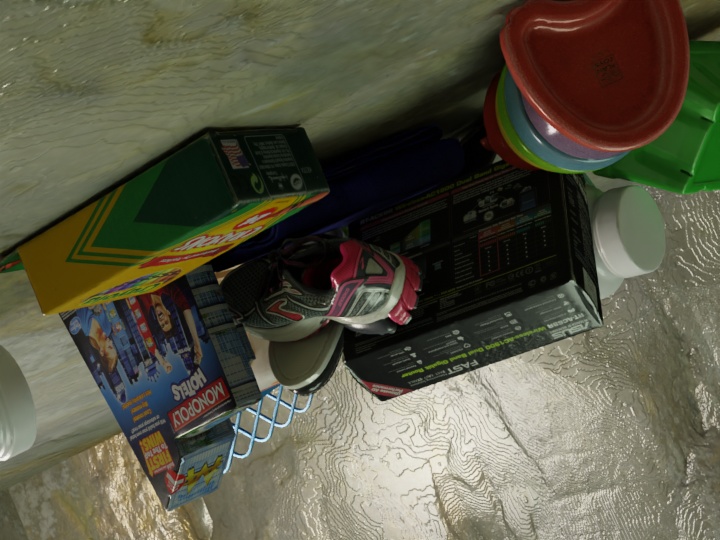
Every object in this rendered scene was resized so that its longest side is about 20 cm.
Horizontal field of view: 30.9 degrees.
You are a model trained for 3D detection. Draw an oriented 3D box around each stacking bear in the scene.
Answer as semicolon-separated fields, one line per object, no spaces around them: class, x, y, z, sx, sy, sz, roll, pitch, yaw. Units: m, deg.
stacking bear;0.140;-0.121;0.910;0.120;0.115;0.200;-23;180;-11

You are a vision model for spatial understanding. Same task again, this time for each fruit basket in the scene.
fruit basket;0.288;-0.153;1.257;0.215;0.215;0.157;-18;132;-52

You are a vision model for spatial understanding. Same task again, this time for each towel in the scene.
towel;-0.025;-0.061;1.070;0.199;0.050;0.147;-21;180;-31

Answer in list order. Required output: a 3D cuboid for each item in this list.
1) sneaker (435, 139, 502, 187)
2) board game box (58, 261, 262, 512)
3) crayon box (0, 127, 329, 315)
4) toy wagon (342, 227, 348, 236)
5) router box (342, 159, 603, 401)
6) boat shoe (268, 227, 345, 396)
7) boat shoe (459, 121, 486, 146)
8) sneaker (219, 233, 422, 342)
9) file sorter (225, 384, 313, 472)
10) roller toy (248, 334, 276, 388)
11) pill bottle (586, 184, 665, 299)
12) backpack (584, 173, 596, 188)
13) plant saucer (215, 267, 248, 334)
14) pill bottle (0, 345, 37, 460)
sneaker;0.100;-0.050;1.180;0.199;0.120;0.084;-9;-134;60
board game box;-0.149;0.084;1.066;0.061;0.202;0.199;-18;173;-42
crayon box;-0.133;-0.026;0.858;0.199;0.051;0.127;-27;175;26
toy wagon;-0.006;-0.011;1.350;0.198;0.040;0.155;8;158;-30
router box;0.083;0.000;1.015;0.198;0.151;0.062;-21;134;24
boat shoe;-0.031;0.042;1.094;0.073;0.061;0.201;-23;-149;15
boat shoe;0.153;-0.119;1.159;0.072;0.073;0.200;-19;173;-36
sneaker;-0.044;0.004;0.999;0.199;0.081;0.074;-8;152;46
file sorter;-0.155;0.146;1.640;0.200;0.138;0.124;-32;142;-54
roller toy;-0.092;0.063;1.480;0.181;0.141;0.200;-25;175;3
pill bottle;0.187;-0.020;1.253;0.199;0.113;0.112;-13;-176;42
backpack;0.202;-0.051;1.534;0.152;0.177;0.200;-27;172;-23
plant saucer;-0.136;0.032;1.273;0.198;0.038;0.200;-15;165;-4
pill bottle;-0.361;0.130;1.004;0.199;0.117;0.116;-22;174;-40
